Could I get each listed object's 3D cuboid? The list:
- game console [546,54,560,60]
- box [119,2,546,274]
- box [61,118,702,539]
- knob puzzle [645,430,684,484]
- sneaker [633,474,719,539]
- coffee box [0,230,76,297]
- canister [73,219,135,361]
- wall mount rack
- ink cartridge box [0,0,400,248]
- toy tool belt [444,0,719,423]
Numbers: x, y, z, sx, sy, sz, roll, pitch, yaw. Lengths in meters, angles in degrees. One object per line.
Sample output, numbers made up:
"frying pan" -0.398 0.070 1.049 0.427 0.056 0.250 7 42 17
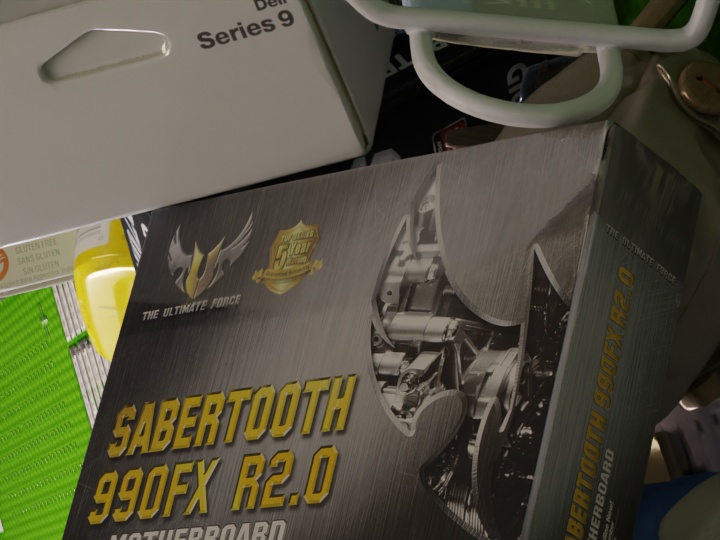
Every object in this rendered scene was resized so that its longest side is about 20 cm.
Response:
"game console" 0.030 -0.141 1.115 0.177 0.031 0.201 -19 87 68
"box" 0.000 0.000 1.042 0.046 0.158 0.201 50 160 39
"box" -0.002 0.048 0.839 0.199 0.048 0.159 -8 59 44
"knob puzzle" 0.079 0.177 1.100 0.219 0.030 0.221 4 96 40
"sneaker" 0.051 0.131 0.890 0.111 0.200 0.077 -10 114 55
"coffee box" -0.129 -0.102 1.325 0.200 0.199 0.199 176 80 -74
"canister" -0.066 -0.072 1.135 0.149 0.086 0.201 89 -176 -70
"wall mount rack" 0.020 -0.128 0.863 0.200 0.173 0.075 -95 13 -55
"ink cartridge box" -0.065 -0.107 0.961 0.200 0.145 0.084 -79 -30 -54
"toy tool belt" 0.082 -0.007 0.965 0.200 0.124 0.123 107 -178 -53
